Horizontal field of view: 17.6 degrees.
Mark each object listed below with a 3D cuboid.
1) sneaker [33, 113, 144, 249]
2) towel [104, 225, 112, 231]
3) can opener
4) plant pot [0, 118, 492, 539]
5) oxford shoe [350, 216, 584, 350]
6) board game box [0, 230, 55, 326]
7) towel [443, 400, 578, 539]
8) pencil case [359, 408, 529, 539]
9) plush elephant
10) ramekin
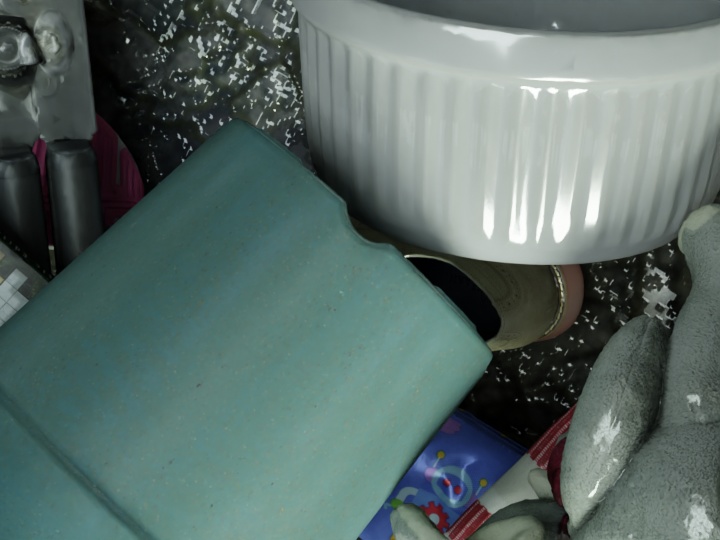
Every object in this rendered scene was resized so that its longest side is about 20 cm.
[{"bbox_3d":[-0.204,-0.059,1.160,0.200,0.088,0.081,18,78,-2],"label":"sneaker"},{"bbox_3d":[-0.081,0.078,1.120,0.112,0.048,0.200,19,114,49],"label":"towel"},{"bbox_3d":[-0.151,-0.043,1.090,0.053,0.067,0.200,-8,102,-17],"label":"can opener"},{"bbox_3d":[-0.063,0.057,0.955,0.200,0.200,0.196,42,86,9],"label":"plant pot"},{"bbox_3d":[0.000,0.000,1.082,0.200,0.074,0.071,4,104,31],"label":"oxford shoe"},{"bbox_3d":[-0.159,0.052,1.045,0.200,0.023,0.105,41,99,-11],"label":"board game box"},{"bbox_3d":[0.102,0.151,1.022,0.200,0.023,0.144,-45,77,2],"label":"towel"},{"bbox_3d":[0.054,0.107,1.085,0.200,0.078,0.087,31,119,12],"label":"pencil case"},{"bbox_3d":[0.112,0.104,0.951,0.155,0.200,0.165,-14,128,44],"label":"plush elephant"},{"bbox_3d":[0.069,-0.080,0.984,0.200,0.200,0.105,12,114,19],"label":"ramekin"}]
